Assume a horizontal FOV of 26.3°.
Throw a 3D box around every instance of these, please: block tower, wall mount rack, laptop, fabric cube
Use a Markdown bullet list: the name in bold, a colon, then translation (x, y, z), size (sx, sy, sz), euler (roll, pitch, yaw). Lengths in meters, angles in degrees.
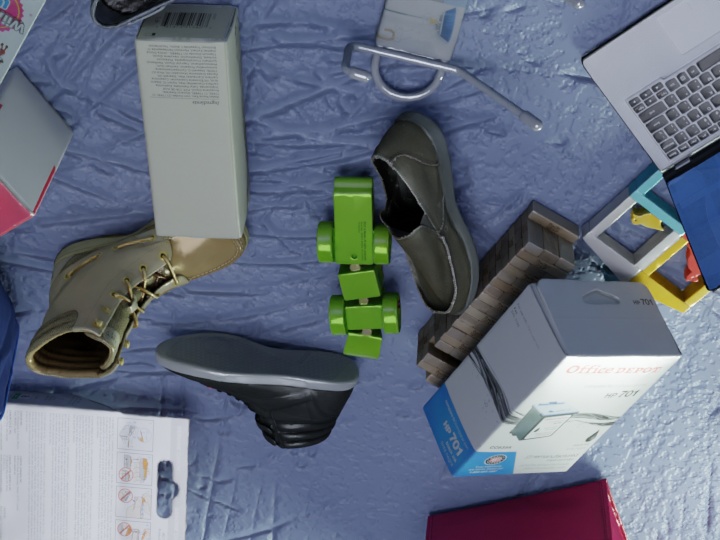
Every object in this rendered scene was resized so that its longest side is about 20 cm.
- **block tower**: translation (0.124, 0.029, 1.437), size (0.054, 0.058, 0.200), euler (28, 122, -16)
- **wall mount rack**: translation (0.081, -0.202, 1.260), size (0.173, 0.075, 0.200), euler (13, 127, -4)
- **laptop**: translation (0.307, -0.126, 1.249), size (0.187, 0.116, 0.200), euler (-32, 106, 25)
- **fabric cube**: translation (0.188, 0.365, 1.590), size (0.199, 0.196, 0.200), euler (-14, 123, 15)

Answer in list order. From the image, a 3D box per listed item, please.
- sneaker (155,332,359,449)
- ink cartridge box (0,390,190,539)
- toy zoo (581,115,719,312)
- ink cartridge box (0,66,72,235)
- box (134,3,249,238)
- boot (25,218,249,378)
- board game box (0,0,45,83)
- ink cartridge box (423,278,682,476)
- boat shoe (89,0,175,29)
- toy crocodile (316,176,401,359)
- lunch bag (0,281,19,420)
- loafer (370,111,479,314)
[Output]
- **sneaker**: translation (-0.107, 0.124, 1.517), size (0.199, 0.071, 0.099), euler (9, 122, -7)
- **ink cartridge box**: translation (-0.273, 0.210, 1.580), size (0.199, 0.050, 0.161), euler (4, 104, 1)
- **toy zoo**: translation (0.294, -0.041, 1.391), size (0.131, 0.020, 0.200), euler (34, 122, -18)
- **ink cartridge box**: translation (-0.367, -0.070, 1.353), size (0.200, 0.145, 0.084), euler (-27, 118, 22)
- **box**: translation (-0.143, -0.127, 1.339), size (0.082, 0.068, 0.200), euler (3, 127, 3)
- **boot**: translation (-0.202, 0.021, 1.399), size (0.199, 0.156, 0.073), euler (-12, 124, 14)
- **board game box**: translation (-0.264, -0.250, 1.212), size (0.064, 0.148, 0.200), euler (27, 123, -15)
- **ink cartridge box**: translation (0.174, 0.102, 1.422), size (0.146, 0.086, 0.200), euler (2, 143, -33)
- **boat shoe**: translation (-0.141, -0.260, 1.242), size (0.200, 0.068, 0.072), euler (-27, 120, 22)
- **toy crocodile**: translation (0.000, 0.000, 1.431), size (0.067, 0.062, 0.200), euler (-3, 121, 8)
- **lunch bag**: translation (-0.396, 0.077, 1.431), size (0.135, 0.200, 0.133), euler (-12, 127, 7)
- **loafer**: translation (0.049, -0.041, 1.371), size (0.075, 0.070, 0.200), euler (16, 131, 47)
